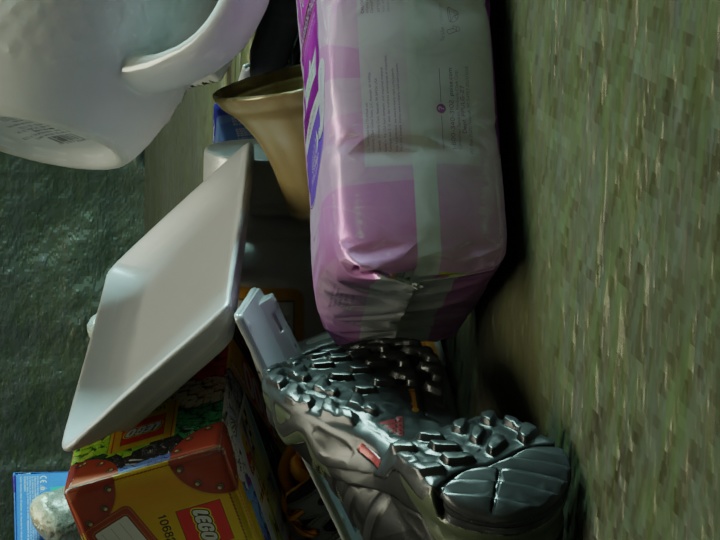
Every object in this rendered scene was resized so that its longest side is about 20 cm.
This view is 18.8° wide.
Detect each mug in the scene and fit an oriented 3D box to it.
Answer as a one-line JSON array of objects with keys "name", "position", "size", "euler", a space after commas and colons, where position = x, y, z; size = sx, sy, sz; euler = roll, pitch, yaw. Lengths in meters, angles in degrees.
[{"name": "mug", "position": [-0.118, -0.145, 1.041], "size": [0.199, 0.147, 0.176], "euler": [2, 76, 40]}]

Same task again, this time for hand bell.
[{"name": "hand bell", "position": [0.000, 0.000, 1.065], "size": [0.104, 0.104, 0.201], "euler": [-133, 30, -76]}]

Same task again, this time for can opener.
[{"name": "can opener", "position": [-0.046, -0.142, 1.352], "size": [0.200, 0.052, 0.067], "euler": [125, 144, -74]}]

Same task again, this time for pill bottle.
[{"name": "pill bottle", "position": [-0.044, 0.034, 1.166], "size": [0.113, 0.112, 0.201], "euler": [-130, 40, -76]}]

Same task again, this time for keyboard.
[{"name": "keyboard", "position": [-0.007, 0.102, 0.960], "size": [0.201, 0.011, 0.056], "euler": [64, -164, -8]}]

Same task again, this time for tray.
[{"name": "tray", "position": [-0.088, 0.013, 1.035], "size": [0.107, 0.022, 0.200], "euler": [-40, 18, 16]}]

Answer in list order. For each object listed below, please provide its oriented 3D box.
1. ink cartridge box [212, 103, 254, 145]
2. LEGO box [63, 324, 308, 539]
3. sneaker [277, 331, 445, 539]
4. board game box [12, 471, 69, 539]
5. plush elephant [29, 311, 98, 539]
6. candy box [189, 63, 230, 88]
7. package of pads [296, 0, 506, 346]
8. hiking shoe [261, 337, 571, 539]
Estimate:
[{"name": "ink cartridge box", "position": [-0.051, -0.019, 1.332], "size": [0.200, 0.076, 0.137], "euler": [-108, 19, -66]}, {"name": "LEGO box", "position": [-0.068, 0.143, 1.050], "size": [0.149, 0.077, 0.201], "euler": [-92, -15, -66]}, {"name": "sneaker", "position": [-0.003, 0.113, 1.035], "size": [0.078, 0.077, 0.201], "euler": [-119, 28, -68]}, {"name": "board game box", "position": [-0.131, 0.200, 1.447], "size": [0.152, 0.199, 0.045], "euler": [-100, 12, -47]}, {"name": "plush elephant", "position": [-0.117, 0.109, 1.350], "size": [0.200, 0.164, 0.155], "euler": [-54, -23, -5]}, {"name": "candy box", "position": [-0.076, -0.193, 1.246], "size": [0.168, 0.071, 0.200], "euler": [-58, 10, -3]}, {"name": "package of pads", "position": [0.015, -0.076, 0.912], "size": [0.121, 0.075, 0.201], "euler": [118, 150, -72]}, {"name": "hiking shoe", "position": [0.016, 0.093, 0.853], "size": [0.200, 0.075, 0.101], "euler": [-145, 47, -62]}]
